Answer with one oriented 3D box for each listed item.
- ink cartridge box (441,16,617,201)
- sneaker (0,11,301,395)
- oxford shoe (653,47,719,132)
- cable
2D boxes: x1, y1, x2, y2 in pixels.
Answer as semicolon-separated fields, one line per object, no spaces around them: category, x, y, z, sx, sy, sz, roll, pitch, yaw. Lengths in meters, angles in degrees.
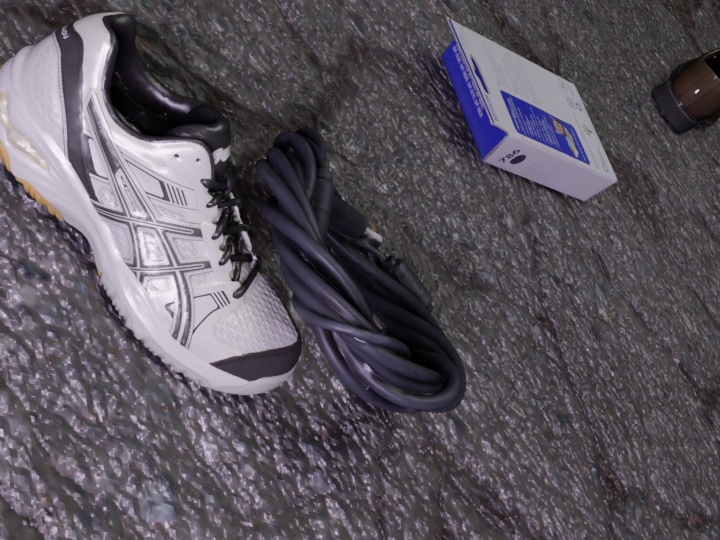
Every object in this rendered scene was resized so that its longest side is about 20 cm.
ink cartridge box;0.122;-0.121;1.198;0.199;0.039;0.100;17;47;-53
sneaker;-0.083;-0.029;0.719;0.200;0.087;0.076;50;27;-17
oxford shoe;0.374;-0.197;1.636;0.073;0.084;0.200;54;26;-2
cable;0.000;0.000;0.806;0.164;0.051;0.200;62;9;-5
